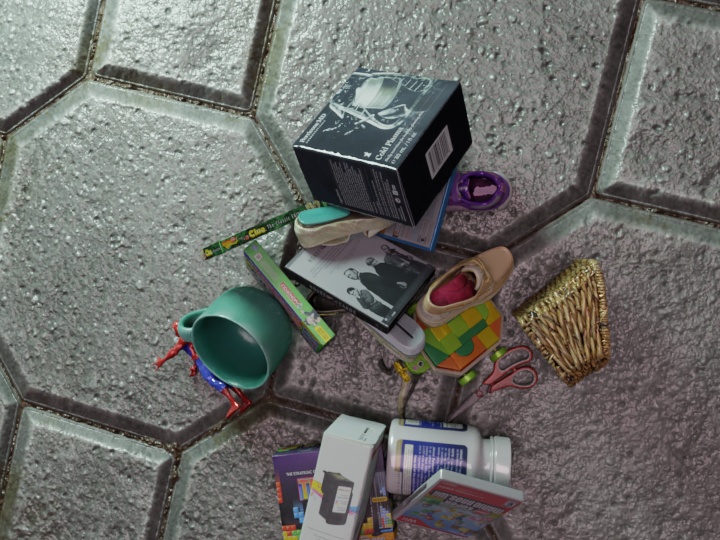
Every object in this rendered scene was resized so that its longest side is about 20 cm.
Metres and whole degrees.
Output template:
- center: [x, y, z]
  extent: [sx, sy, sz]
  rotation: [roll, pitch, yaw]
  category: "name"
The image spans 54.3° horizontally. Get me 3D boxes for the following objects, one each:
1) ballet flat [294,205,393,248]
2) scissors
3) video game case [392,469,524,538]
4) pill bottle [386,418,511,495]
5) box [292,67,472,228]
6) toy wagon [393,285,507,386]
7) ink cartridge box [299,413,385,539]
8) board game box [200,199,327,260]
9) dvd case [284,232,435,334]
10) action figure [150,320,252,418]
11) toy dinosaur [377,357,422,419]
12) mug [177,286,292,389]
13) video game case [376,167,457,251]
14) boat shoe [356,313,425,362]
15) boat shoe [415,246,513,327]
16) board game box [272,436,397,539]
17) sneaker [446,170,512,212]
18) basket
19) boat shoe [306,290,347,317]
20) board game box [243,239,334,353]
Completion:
- center: [-0.009, -0.079, 1.133]
  extent: [0.196, 0.068, 0.063]
  rotation: [-10, 129, -6]
  category: "ballet flat"
- center: [0.209, 0.196, 1.198]
  extent: [0.198, 0.014, 0.074]
  rotation: [-27, 90, 9]
  category: "scissors"
- center: [0.150, 0.376, 1.120]
  extent: [0.141, 0.201, 0.018]
  rotation: [18, 50, -11]
  category: "video game case"
- center: [0.144, 0.313, 1.155]
  extent: [0.196, 0.120, 0.122]
  rotation: [4, 92, 8]
  category: "pill bottle"
- center: [0.038, -0.195, 1.084]
  extent: [0.194, 0.125, 0.201]
  rotation: [17, 58, 33]
  category: "box"
- center: [0.143, 0.112, 1.157]
  extent: [0.199, 0.040, 0.156]
  rotation: [-34, 78, -16]
  category: "toy wagon"
- center: [-0.028, 0.346, 1.114]
  extent: [0.081, 0.146, 0.204]
  rotation: [13, 92, 10]
  category: "ink cartridge box"
- center: [-0.158, -0.068, 1.147]
  extent: [0.198, 0.104, 0.024]
  rotation: [-27, 95, -30]
  category: "board game box"
- center: [0.000, 0.000, 1.125]
  extent: [0.198, 0.025, 0.150]
  rotation: [29, 53, 20]
  category: "dvd case"
- center: [-0.288, 0.184, 1.238]
  extent: [0.099, 0.065, 0.201]
  rotation: [-42, 75, 16]
  category: "action figure"
- center: [0.080, 0.156, 1.200]
  extent: [0.087, 0.047, 0.203]
  rotation: [25, 98, 0]
  category: "toy dinosaur"
- center: [-0.204, 0.095, 1.188]
  extent: [0.184, 0.115, 0.153]
  rotation: [38, 132, 1]
  category: "mug"
- center: [0.054, -0.126, 1.168]
  extent: [0.198, 0.018, 0.146]
  rotation: [18, 96, 32]
  category: "video game case"
- center: [0.022, 0.071, 1.128]
  extent: [0.071, 0.062, 0.200]
  rotation: [-31, 63, -28]
  category: "boat shoe"
- center: [0.178, 0.019, 1.133]
  extent: [0.199, 0.069, 0.074]
  rotation: [-35, 74, -20]
  category: "boat shoe"
- center: [-0.044, 0.385, 1.218]
  extent: [0.196, 0.057, 0.169]
  rotation: [-9, 91, 9]
  category: "board game box"
- center: [0.152, -0.130, 1.158]
  extent: [0.196, 0.088, 0.082]
  rotation: [-4, 92, 10]
  category: "sneaker"
- center: [0.334, 0.081, 1.079]
  extent: [0.148, 0.200, 0.144]
  rotation: [-38, 85, 7]
  category: "basket"
- center: [0.000, 0.032, 1.198]
  extent: [0.198, 0.060, 0.073]
  rotation: [-19, 88, 9]
  category: "boat shoe"
- center: [-0.122, 0.048, 1.180]
  extent: [0.029, 0.135, 0.201]
  rotation: [-39, 85, -13]
  category: "board game box"
